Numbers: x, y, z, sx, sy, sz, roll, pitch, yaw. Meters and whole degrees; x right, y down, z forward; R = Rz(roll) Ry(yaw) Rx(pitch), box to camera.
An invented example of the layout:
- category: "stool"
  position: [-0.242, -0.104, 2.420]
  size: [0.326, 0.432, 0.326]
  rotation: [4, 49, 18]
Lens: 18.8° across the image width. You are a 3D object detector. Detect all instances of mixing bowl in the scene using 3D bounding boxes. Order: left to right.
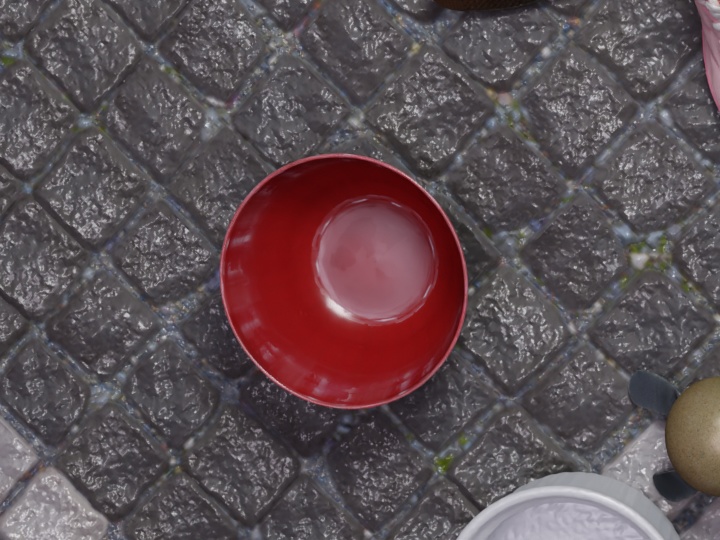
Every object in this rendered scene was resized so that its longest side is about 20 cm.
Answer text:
- category: "mixing bowl"
  position: [0.000, 0.000, 1.723]
  size: [0.199, 0.108, 0.201]
  rotation: [3, 101, 16]

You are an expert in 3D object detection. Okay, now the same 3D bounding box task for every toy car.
- category: "toy car"
  position: [0.298, 0.123, 1.672]
  size: [0.200, 0.158, 0.165]
  rotation: [-12, 93, 46]

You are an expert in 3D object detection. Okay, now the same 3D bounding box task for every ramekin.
- category: "ramekin"
  position: [0.169, 0.257, 1.727]
  size: [0.200, 0.098, 0.201]
  rotation: [3, 101, 14]

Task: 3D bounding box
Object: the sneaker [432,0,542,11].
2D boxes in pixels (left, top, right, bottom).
- category: "sneaker"
  position: [0.141, -0.263, 1.670]
  size: [0.200, 0.073, 0.085]
  rotation: [-20, 63, 24]

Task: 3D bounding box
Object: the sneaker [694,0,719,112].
- category: "sneaker"
  position: [0.286, -0.177, 1.616]
  size: [0.075, 0.105, 0.201]
  rotation: [-10, 98, 15]
